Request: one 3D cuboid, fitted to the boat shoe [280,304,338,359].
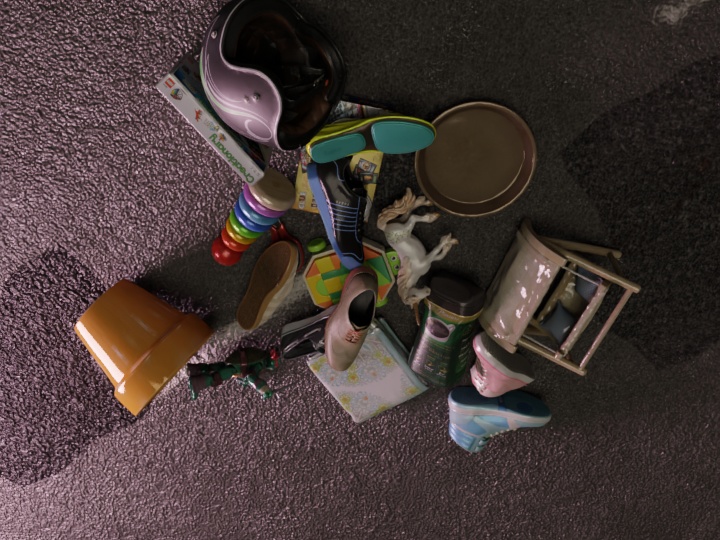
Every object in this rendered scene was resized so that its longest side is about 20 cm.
[{"bbox_3d":[-0.064,0.116,1.325,0.199,0.068,0.072,-18,141,28],"label":"boat shoe"}]

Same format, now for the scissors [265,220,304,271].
[{"bbox_3d":[-0.140,-0.085,1.276,0.073,0.014,0.201,-1,119,4],"label":"scissors"}]

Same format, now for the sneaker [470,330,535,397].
[{"bbox_3d":[0.237,0.182,1.358,0.104,0.076,0.200,-30,142,23],"label":"sneaker"}]

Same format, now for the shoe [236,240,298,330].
[{"bbox_3d":[-0.159,0.024,1.309,0.070,0.053,0.200,49,123,24],"label":"shoe"}]

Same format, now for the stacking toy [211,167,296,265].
[{"bbox_3d":[-0.189,-0.079,1.239,0.085,0.086,0.200,30,129,-15],"label":"stacking toy"}]

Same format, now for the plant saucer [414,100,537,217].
[{"bbox_3d":[0.187,-0.182,1.204,0.199,0.030,0.201,0,120,1],"label":"plant saucer"}]

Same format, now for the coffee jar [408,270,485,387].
[{"bbox_3d":[0.155,0.104,1.326,0.104,0.085,0.201,27,124,26],"label":"coffee jar"}]

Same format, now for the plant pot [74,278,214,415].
[{"bbox_3d":[-0.395,0.122,1.307,0.183,0.200,0.200,43,113,-4],"label":"plant pot"}]

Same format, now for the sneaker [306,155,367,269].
[{"bbox_3d":[-0.019,-0.094,1.195,0.078,0.070,0.200,-14,119,15],"label":"sneaker"}]

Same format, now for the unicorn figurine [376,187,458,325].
[{"bbox_3d":[0.097,-0.032,1.257,0.137,0.074,0.200,-35,94,3],"label":"unicorn figurine"}]

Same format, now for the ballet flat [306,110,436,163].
[{"bbox_3d":[0.014,-0.213,1.126,0.199,0.067,0.067,-8,135,6],"label":"ballet flat"}]

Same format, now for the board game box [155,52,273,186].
[{"bbox_3d":[-0.216,-0.232,1.127,0.035,0.126,0.200,-35,113,18],"label":"board game box"}]

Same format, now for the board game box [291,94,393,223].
[{"bbox_3d":[-0.032,-0.184,1.203,0.135,0.035,0.201,11,119,-5],"label":"board game box"}]

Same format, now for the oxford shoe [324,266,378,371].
[{"bbox_3d":[-0.018,0.095,1.238,0.070,0.075,0.201,9,115,-10],"label":"oxford shoe"}]

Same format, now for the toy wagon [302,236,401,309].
[{"bbox_3d":[0.000,0.000,1.305,0.199,0.040,0.156,-16,118,10],"label":"toy wagon"}]

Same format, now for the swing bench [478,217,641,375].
[{"bbox_3d":[0.333,0.046,1.273,0.199,0.130,0.199,17,119,-8],"label":"swing bench"}]

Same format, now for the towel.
[{"bbox_3d":[0.013,0.191,1.411,0.171,0.048,0.200,-28,116,19],"label":"towel"}]

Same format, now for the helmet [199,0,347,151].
[{"bbox_3d":[-0.136,-0.288,1.058,0.191,0.200,0.200,41,117,15],"label":"helmet"}]

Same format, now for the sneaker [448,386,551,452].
[{"bbox_3d":[0.268,0.304,1.453,0.199,0.080,0.131,8,118,8],"label":"sneaker"}]

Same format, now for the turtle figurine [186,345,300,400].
[{"bbox_3d":[-0.220,0.192,1.379,0.199,0.150,0.101,-6,89,-16],"label":"turtle figurine"}]
